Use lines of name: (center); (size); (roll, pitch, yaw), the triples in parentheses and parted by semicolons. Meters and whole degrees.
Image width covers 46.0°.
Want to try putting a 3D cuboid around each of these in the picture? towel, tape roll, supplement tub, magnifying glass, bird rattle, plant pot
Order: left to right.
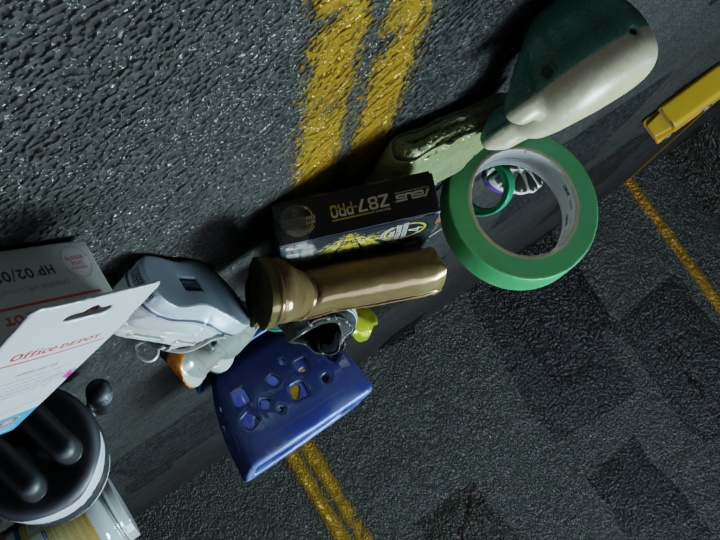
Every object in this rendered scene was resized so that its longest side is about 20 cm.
supplement tub: (-0.507, 0.475, 1.504); (0.198, 0.146, 0.145); (-32, 170, -18)
plant pot: (-0.123, 0.161, 1.194); (0.198, 0.181, 0.200); (-32, 171, -20)
bird rattle: (0.000, 0.000, 1.209); (0.163, 0.112, 0.201); (-43, 162, -28)
towel: (0.079, -0.126, 0.923); (0.199, 0.037, 0.148); (-30, 171, -32)
magnifying glass: (0.130, -0.094, 1.191); (0.199, 0.080, 0.022); (-29, 179, 37)
tape roll: (0.200, -0.079, 1.076); (0.199, 0.202, 0.048); (-31, 170, -18)

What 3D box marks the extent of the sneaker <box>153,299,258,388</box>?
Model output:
sneaker: (-0.167, 0.069, 0.958); (0.092, 0.076, 0.200); (-43, 178, 6)

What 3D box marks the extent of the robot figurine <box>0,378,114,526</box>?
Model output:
robot figurine: (-0.309, 0.181, 0.821); (0.148, 0.127, 0.200); (-7, 163, -14)

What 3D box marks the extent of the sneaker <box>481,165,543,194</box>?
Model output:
sneaker: (0.228, -0.141, 1.261); (0.083, 0.081, 0.199); (-34, 174, 34)

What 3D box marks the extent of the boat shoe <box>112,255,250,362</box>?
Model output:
boat shoe: (-0.171, 0.044, 0.766); (0.086, 0.075, 0.202); (-36, 169, 9)

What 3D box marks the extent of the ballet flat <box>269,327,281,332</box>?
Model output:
ballet flat: (-0.046, 0.009, 1.073); (0.199, 0.068, 0.068); (-38, 179, 20)

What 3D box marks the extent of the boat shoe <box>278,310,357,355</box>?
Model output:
boat shoe: (-0.045, 0.069, 1.006); (0.069, 0.067, 0.200); (-29, 161, 9)

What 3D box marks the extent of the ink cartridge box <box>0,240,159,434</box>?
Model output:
ink cartridge box: (-0.237, 0.045, 0.554); (0.199, 0.068, 0.115); (-39, 170, 26)

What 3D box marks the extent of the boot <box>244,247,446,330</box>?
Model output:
boot: (-0.009, 0.009, 0.830); (0.196, 0.067, 0.175); (-9, 179, -14)

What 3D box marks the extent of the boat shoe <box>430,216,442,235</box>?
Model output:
boat shoe: (0.069, -0.065, 1.111); (0.074, 0.062, 0.200); (-37, 171, 2)

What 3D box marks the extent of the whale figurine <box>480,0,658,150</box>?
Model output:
whale figurine: (0.184, -0.189, 0.812); (0.158, 0.105, 0.200); (-29, 178, -31)

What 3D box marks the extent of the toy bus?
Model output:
toy bus: (0.749, -0.380, 1.950); (0.199, 0.066, 0.078); (-36, 170, 7)

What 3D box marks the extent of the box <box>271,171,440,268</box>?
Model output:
box: (-0.009, -0.035, 0.885); (0.158, 0.050, 0.200); (-10, 167, -7)
